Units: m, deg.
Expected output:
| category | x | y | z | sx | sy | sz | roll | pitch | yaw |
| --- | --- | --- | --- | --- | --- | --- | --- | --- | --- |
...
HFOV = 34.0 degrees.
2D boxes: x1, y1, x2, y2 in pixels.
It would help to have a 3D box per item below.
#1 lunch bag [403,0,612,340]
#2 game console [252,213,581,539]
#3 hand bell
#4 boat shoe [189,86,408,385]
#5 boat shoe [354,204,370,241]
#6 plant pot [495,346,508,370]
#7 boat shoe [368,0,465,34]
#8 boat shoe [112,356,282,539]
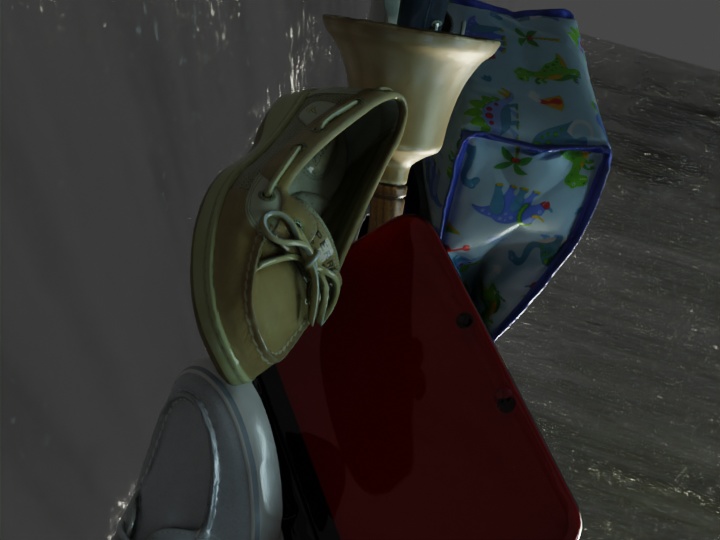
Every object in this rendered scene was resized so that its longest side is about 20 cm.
| category | x | y | z | sx | sy | sz | roll | pitch | yaw |
| --- | --- | --- | --- | --- | --- | --- | --- | --- | --- |
| lunch bag | 0.091 | -0.067 | 0.855 | 0.172 | 0.125 | 0.202 | -89 | -173 | -45 |
| game console | 0.004 | 0.106 | 0.601 | 0.174 | 0.117 | 0.202 | 99 | -27 | -49 |
| hand bell | 0.015 | -0.041 | 0.693 | 0.104 | 0.102 | 0.203 | -47 | 146 | -74 |
| boat shoe | -0.025 | -0.027 | 0.566 | 0.202 | 0.062 | 0.074 | -68 | 142 | -52 |
| boat shoe | -0.012 | -0.022 | 0.782 | 0.201 | 0.059 | 0.073 | -66 | 169 | -47 |
| plant pot | 0.043 | 0.164 | 1.270 | 0.200 | 0.185 | 0.189 | -37 | 145 | -54 |
| boat shoe | 0.035 | -0.163 | 0.768 | 0.201 | 0.061 | 0.076 | 93 | -12 | -49 |
| boat shoe | -0.089 | 0.140 | 0.552 | 0.068 | 0.072 | 0.203 | -11 | 120 | -47 |
